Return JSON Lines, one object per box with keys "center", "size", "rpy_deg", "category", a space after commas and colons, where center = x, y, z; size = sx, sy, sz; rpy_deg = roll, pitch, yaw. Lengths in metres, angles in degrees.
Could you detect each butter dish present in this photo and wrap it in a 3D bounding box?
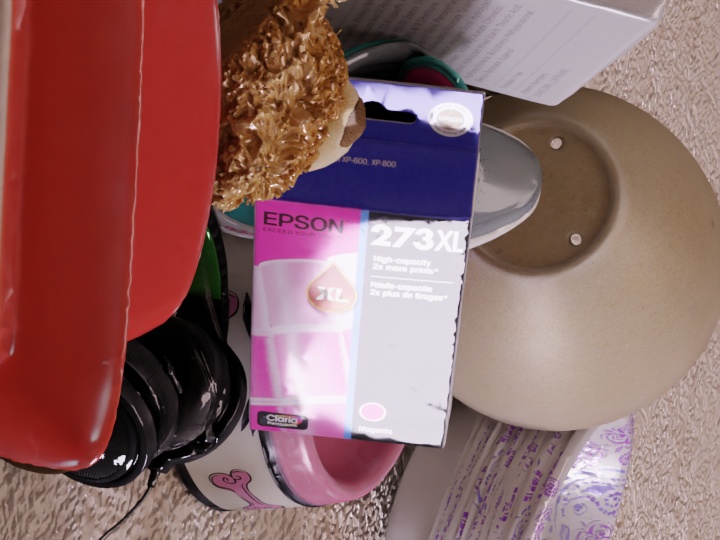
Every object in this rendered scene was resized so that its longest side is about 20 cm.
{"center": [-0.115, -0.052, 0.746], "size": [0.148, 0.200, 0.200], "rpy_deg": [-9, 105, -53], "category": "butter dish"}

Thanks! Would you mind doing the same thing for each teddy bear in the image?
{"center": [-0.054, -0.067, 0.880], "size": [0.067, 0.200, 0.145], "rpy_deg": [43, 58, -20], "category": "teddy bear"}

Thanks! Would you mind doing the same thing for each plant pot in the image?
{"center": [0.105, -0.021, 1.239], "size": [0.134, 0.200, 0.201], "rpy_deg": [55, 46, -72], "category": "plant pot"}

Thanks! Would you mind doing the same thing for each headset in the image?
{"center": [-0.088, 0.061, 0.990], "size": [0.123, 0.094, 0.201], "rpy_deg": [-11, 108, -64], "category": "headset"}

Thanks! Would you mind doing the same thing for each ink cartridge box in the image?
{"center": [0.000, 0.000, 0.984], "size": [0.037, 0.094, 0.200], "rpy_deg": [-82, 177, -47], "category": "ink cartridge box"}

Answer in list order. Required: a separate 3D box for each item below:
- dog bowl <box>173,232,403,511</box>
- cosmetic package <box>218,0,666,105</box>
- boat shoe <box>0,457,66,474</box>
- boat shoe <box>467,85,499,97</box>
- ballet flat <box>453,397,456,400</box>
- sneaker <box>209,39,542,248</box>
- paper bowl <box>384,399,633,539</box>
{"center": [-0.025, 0.032, 1.150], "size": [0.200, 0.074, 0.201], "rpy_deg": [8, 90, -66], "category": "dog bowl"}
{"center": [0.032, -0.190, 0.991], "size": [0.165, 0.199, 0.165], "rpy_deg": [144, -42, -76], "category": "cosmetic package"}
{"center": [-0.136, -0.014, 0.896], "size": [0.072, 0.072, 0.201], "rpy_deg": [-47, 132, -51], "category": "boat shoe"}
{"center": [0.046, -0.148, 1.254], "size": [0.200, 0.072, 0.076], "rpy_deg": [30, 70, -64], "category": "boat shoe"}
{"center": [0.071, 0.025, 1.371], "size": [0.200, 0.070, 0.071], "rpy_deg": [-57, 145, -44], "category": "ballet flat"}
{"center": [0.028, -0.057, 1.040], "size": [0.200, 0.121, 0.084], "rpy_deg": [-1, 79, -34], "category": "sneaker"}
{"center": [0.085, 0.155, 1.369], "size": [0.201, 0.104, 0.201], "rpy_deg": [-54, 155, -40], "category": "paper bowl"}
